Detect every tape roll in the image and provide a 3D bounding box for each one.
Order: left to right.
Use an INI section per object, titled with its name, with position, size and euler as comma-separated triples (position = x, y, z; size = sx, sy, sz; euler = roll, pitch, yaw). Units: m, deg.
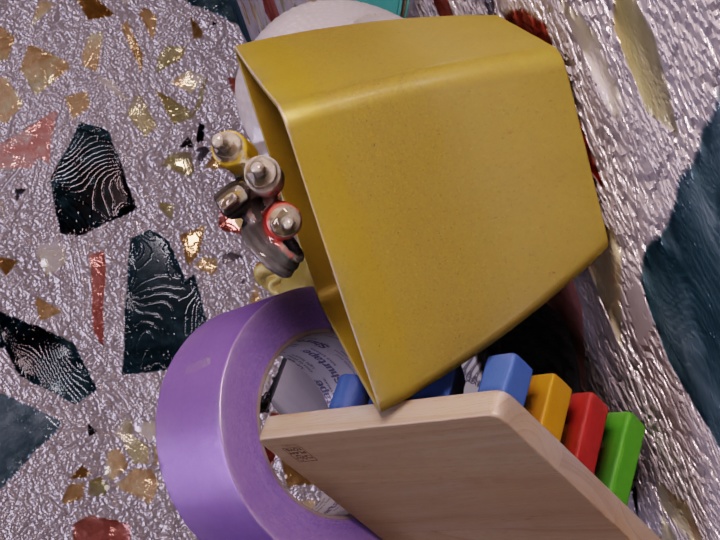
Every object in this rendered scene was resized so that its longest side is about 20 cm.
[tape roll]
position = -0.044, 0.117, 1.071
size = 0.085, 0.199, 0.201
euler = -18, 93, 47

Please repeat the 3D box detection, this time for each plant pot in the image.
[plant pot]
position = 0.043, -0.062, 0.938
size = 0.200, 0.175, 0.201
euler = -125, 16, -67

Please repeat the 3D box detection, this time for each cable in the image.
[cable]
position = -0.058, -0.050, 0.970
size = 0.097, 0.050, 0.200
euler = 53, -172, -3

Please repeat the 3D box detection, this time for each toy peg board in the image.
[toy peg board]
position = 0.077, 0.113, 0.975
size = 0.199, 0.199, 0.098
euler = 43, -129, -34

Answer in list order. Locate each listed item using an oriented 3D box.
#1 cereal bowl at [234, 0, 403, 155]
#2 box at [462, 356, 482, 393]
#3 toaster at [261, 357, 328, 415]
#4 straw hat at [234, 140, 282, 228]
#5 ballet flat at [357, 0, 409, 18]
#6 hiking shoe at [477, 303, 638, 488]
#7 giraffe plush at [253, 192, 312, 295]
[cereal bowl]
position = 0.012, -0.131, 1.096
size = 0.083, 0.199, 0.201
euler = -51, 51, 40
[box]
position = 0.078, 0.006, 1.277
size = 0.082, 0.068, 0.201
euler = -5, 109, 51
[toaster]
position = 0.017, 0.089, 1.401
size = 0.119, 0.180, 0.201
euler = 51, 143, 25
[straw hat]
position = -0.028, -0.103, 1.269
size = 0.085, 0.202, 0.201
euler = 28, -169, -20
[ballet flat]
position = 0.003, -0.286, 1.201
size = 0.071, 0.067, 0.201
euler = -77, -24, -52
[hiking shoe]
position = 0.141, 0.109, 1.117
size = 0.101, 0.075, 0.201
euler = 84, 165, -56
[giraffe plush]
position = 0.000, 0.000, 1.172
size = 0.173, 0.199, 0.162
euler = 67, 149, 29
